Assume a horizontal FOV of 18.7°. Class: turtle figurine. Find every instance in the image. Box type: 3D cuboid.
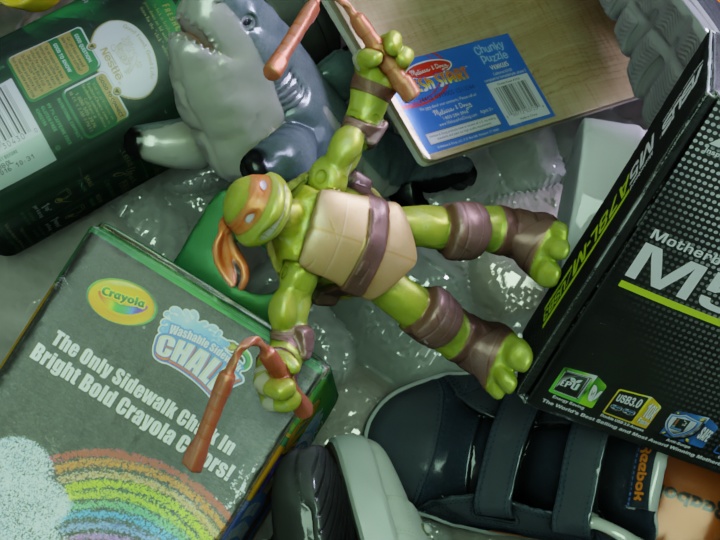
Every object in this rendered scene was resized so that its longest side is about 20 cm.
[{"bbox_3d":[0.000,0.000,0.900,0.161,0.064,0.201,21,79,-29],"label":"turtle figurine"}]

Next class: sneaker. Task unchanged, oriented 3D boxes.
[{"bbox_3d":[0.167,-0.121,0.947,0.112,0.078,0.201,-17,75,-22],"label":"sneaker"},{"bbox_3d":[0.040,0.164,0.992,0.084,0.073,0.201,-17,85,-19],"label":"sneaker"},{"bbox_3d":[0.098,0.089,0.995,0.199,0.079,0.079,11,80,2],"label":"sneaker"},{"bbox_3d":[-0.044,0.167,0.945,0.088,0.074,0.201,3,114,6],"label":"sneaker"}]

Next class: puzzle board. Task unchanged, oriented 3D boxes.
[{"bbox_3d":[0.061,-0.132,1.011,0.199,0.017,0.151,-20,75,-39],"label":"puzzle board"}]

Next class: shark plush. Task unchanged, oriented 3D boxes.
[{"bbox_3d":[-0.007,-0.066,0.969,0.199,0.091,0.084,18,86,-35],"label":"shark plush"}]

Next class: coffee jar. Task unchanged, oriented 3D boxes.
[{"bbox_3d":[-0.102,-0.090,1.010,0.199,0.104,0.086,-28,81,-7],"label":"coffee jar"}]

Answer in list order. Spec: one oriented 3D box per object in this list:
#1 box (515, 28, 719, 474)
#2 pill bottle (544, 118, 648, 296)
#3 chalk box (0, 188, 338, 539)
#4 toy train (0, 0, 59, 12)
[{"bbox_3d":[0.190,0.014,0.901,0.199,0.193,0.048,20,46,-9],"label":"box"},{"bbox_3d":[0.190,-0.004,0.995,0.199,0.114,0.115,11,80,0],"label":"pill bottle"},{"bbox_3d":[-0.089,0.064,0.970,0.125,0.124,0.200,32,82,6],"label":"chalk box"},{"bbox_3d":[-0.171,-0.183,1.022,0.199,0.056,0.151,-24,76,26],"label":"toy train"}]
